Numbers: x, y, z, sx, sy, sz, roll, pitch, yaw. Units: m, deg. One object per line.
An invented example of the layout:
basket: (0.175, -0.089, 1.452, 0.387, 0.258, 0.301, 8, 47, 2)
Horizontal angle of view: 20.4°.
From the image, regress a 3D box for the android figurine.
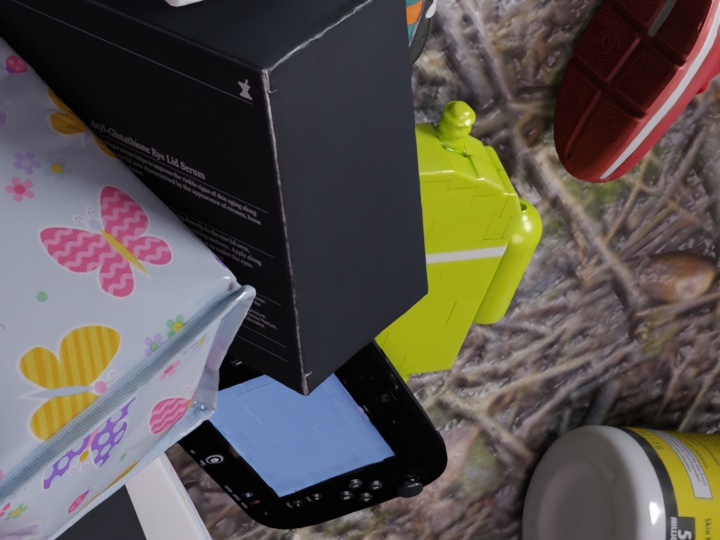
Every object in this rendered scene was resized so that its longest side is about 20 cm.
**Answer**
android figurine: (0.000, 0.000, 0.924, 0.180, 0.041, 0.201, -7, 140, -23)

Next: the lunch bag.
lunch bag: (-0.163, 0.028, 0.687, 0.200, 0.170, 0.127, -38, 166, -28)

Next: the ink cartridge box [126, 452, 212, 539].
ink cartridge box: (-0.107, 0.126, 0.934, 0.067, 0.115, 0.201, -27, 132, -6)

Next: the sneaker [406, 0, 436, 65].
sneaker: (0.005, -0.134, 0.843, 0.080, 0.072, 0.200, 24, 116, -39)

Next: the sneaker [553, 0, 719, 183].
sneaker: (0.183, -0.114, 0.941, 0.115, 0.078, 0.201, 21, 112, -35)

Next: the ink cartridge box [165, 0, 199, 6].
ink cartridge box: (-0.051, -0.209, 0.630, 0.087, 0.145, 0.201, -24, 148, -37)

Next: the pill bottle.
pill bottle: (0.198, 0.146, 1.111, 0.198, 0.111, 0.112, 6, 120, -31)

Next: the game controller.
game controller: (-0.030, 0.066, 0.923, 0.104, 0.042, 0.200, -27, 145, 5)

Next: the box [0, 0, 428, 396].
box: (-0.075, -0.063, 0.754, 0.079, 0.199, 0.142, -39, 139, -32)

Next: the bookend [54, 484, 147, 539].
bookend: (-0.183, 0.101, 0.787, 0.198, 0.092, 0.200, -6, 113, 28)
